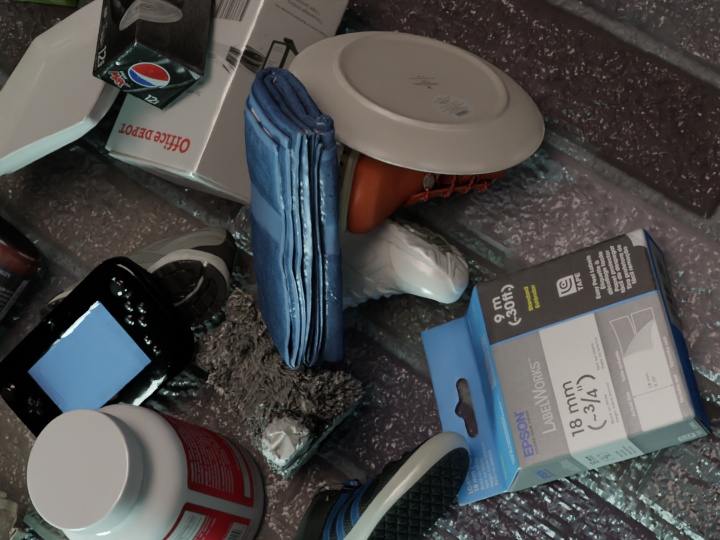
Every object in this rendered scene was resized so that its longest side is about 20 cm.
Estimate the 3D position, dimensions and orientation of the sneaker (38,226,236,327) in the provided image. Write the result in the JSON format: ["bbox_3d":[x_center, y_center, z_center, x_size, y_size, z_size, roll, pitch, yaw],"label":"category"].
[{"bbox_3d":[-0.180,0.020,1.363,0.198,0.074,0.080,-19,27,28],"label":"sneaker"}]

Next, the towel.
[{"bbox_3d":[-0.051,-0.036,1.189,0.048,0.202,0.112,-13,34,-17],"label":"towel"}]

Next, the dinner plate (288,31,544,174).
[{"bbox_3d":[0.044,-0.134,1.231,0.199,0.199,0.024,35,131,26],"label":"dinner plate"}]

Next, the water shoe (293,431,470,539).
[{"bbox_3d":[-0.004,0.182,1.232,0.200,0.071,0.079,-49,54,9],"label":"water shoe"}]

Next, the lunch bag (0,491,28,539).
[{"bbox_3d":[-0.382,0.235,1.342,0.198,0.118,0.166,17,80,18],"label":"lunch bag"}]

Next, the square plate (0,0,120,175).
[{"bbox_3d":[-0.247,-0.157,1.386,0.199,0.028,0.200,-20,38,40],"label":"square plate"}]

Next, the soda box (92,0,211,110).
[{"bbox_3d":[-0.159,-0.236,1.313,0.063,0.070,0.202,-28,49,42],"label":"soda box"}]

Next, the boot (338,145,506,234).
[{"bbox_3d":[0.051,-0.083,1.237,0.106,0.076,0.200,22,44,18],"label":"boot"}]

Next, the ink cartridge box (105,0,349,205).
[{"bbox_3d":[-0.107,-0.164,1.340,0.145,0.084,0.202,18,84,51],"label":"ink cartridge box"}]

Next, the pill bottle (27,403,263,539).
[{"bbox_3d":[-0.160,0.163,1.236,0.111,0.200,0.114,-6,73,21],"label":"pill bottle"}]

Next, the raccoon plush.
[{"bbox_3d":[-0.072,0.074,1.231,0.134,0.200,0.097,44,82,7],"label":"raccoon plush"}]

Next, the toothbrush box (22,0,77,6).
[{"bbox_3d":[-0.312,-0.337,1.434,0.085,0.200,0.148,10,79,25],"label":"toothbrush box"}]

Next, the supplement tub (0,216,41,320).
[{"bbox_3d":[-0.370,0.039,1.412,0.107,0.107,0.201,39,93,27],"label":"supplement tub"}]

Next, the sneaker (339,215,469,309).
[{"bbox_3d":[0.000,0.000,1.285,0.199,0.077,0.101,24,96,41],"label":"sneaker"}]

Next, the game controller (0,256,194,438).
[{"bbox_3d":[-0.214,0.074,1.326,0.200,0.042,0.105,-40,84,35],"label":"game controller"}]

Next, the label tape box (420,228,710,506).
[{"bbox_3d":[0.138,0.074,1.207,0.198,0.063,0.146,-19,69,17],"label":"label tape box"}]
